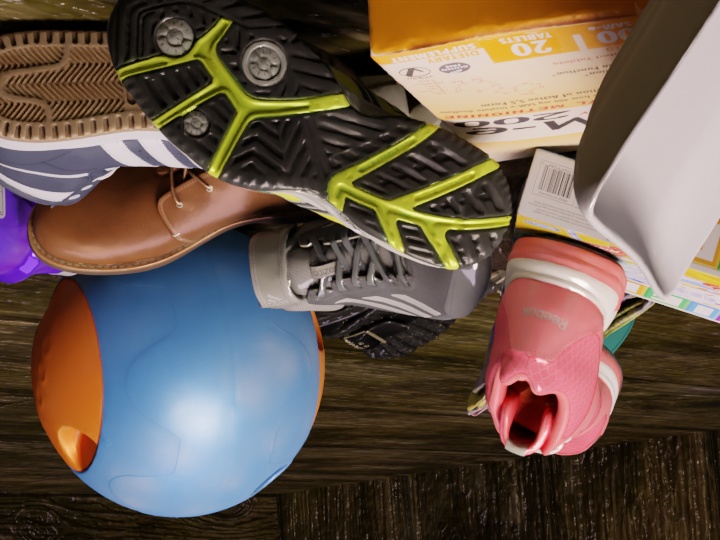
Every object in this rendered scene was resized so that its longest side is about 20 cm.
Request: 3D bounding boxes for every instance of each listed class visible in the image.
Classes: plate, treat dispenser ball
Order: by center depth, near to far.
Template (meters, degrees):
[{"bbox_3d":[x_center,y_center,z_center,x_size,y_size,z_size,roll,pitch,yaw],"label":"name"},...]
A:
[{"bbox_3d":[0.145,-0.094,0.728,0.032,0.200,0.200,33,-179,19],"label":"plate"},{"bbox_3d":[-0.123,0.065,1.297,0.199,0.203,0.201,-4,169,-1],"label":"treat dispenser ball"}]

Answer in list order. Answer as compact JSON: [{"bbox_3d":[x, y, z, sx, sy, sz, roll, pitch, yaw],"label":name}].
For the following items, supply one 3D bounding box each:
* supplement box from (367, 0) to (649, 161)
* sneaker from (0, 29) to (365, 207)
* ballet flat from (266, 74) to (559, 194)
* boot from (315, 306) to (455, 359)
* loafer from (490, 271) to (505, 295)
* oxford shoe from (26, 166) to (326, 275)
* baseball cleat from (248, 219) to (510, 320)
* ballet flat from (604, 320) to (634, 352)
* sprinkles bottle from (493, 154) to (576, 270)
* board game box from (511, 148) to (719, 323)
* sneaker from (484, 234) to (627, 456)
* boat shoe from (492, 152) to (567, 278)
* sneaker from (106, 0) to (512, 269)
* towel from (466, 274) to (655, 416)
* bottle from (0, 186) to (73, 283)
[{"bbox_3d":[0.087,-0.108,0.823,0.125,0.074,0.200,-7,169,17],"label":"supplement box"},{"bbox_3d":[-0.099,-0.072,0.941,0.198,0.071,0.108,3,166,-14],"label":"sneaker"},{"bbox_3d":[0.026,-0.080,0.989,0.198,0.071,0.065,-9,163,-26],"label":"ballet flat"},{"bbox_3d":[-0.037,0.028,1.466,0.209,0.080,0.158,-10,168,23],"label":"boot"},{"bbox_3d":[0.132,-0.005,1.337,0.075,0.070,0.200,-41,165,13],"label":"loafer"},{"bbox_3d":[-0.096,-0.051,1.082,0.198,0.072,0.071,-15,165,-2],"label":"oxford shoe"},{"bbox_3d":[0.000,0.000,1.032,0.106,0.070,0.200,-9,178,-21],"label":"baseball cleat"},{"bbox_3d":[0.155,0.000,1.241,0.072,0.200,0.068,7,138,50],"label":"ballet flat"},{"bbox_3d":[0.061,-0.033,1.118,0.068,0.069,0.199,6,178,-42],"label":"sprinkles bottle"},{"bbox_3d":[0.174,-0.002,0.944,0.198,0.035,0.134,18,174,6],"label":"board game box"},{"bbox_3d":[0.088,0.061,0.976,0.073,0.087,0.201,17,155,15],"label":"sneaker"},{"bbox_3d":[0.062,-0.028,1.222,0.074,0.076,0.202,1,168,-25],"label":"boat shoe"},{"bbox_3d":[-0.029,-0.060,0.862,0.199,0.076,0.076,33,176,-9],"label":"sneaker"},{"bbox_3d":[0.130,0.001,1.133,0.143,0.023,0.200,-38,-166,30],"label":"towel"},{"bbox_3d":[-0.239,-0.030,1.114,0.083,0.066,0.199,-11,167,36],"label":"bottle"}]
